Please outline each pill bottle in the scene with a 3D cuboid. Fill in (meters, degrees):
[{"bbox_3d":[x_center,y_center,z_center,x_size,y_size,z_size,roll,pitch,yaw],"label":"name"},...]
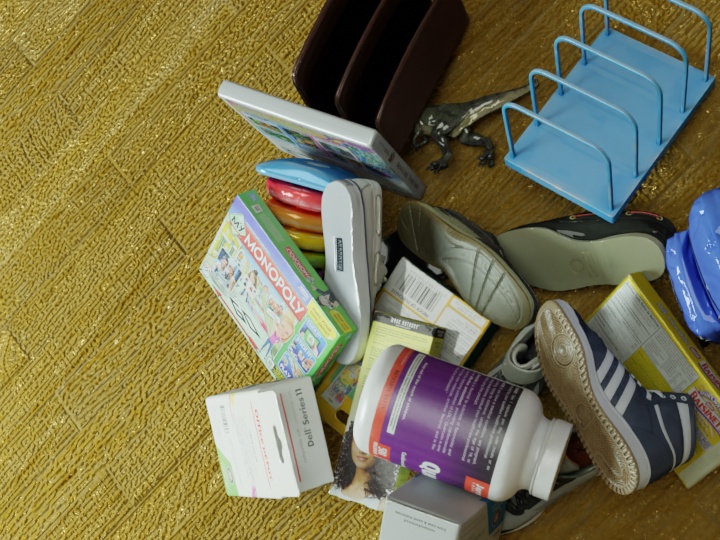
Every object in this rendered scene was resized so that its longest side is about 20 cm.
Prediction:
[{"bbox_3d":[0.100,0.153,1.150,0.198,0.112,0.113,19,86,14],"label":"pill bottle"}]

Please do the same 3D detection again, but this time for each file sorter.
[{"bbox_3d":[0.256,-0.184,1.218,0.138,0.123,0.200,32,74,25],"label":"file sorter"}]

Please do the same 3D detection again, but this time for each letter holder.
[{"bbox_3d":[0.023,-0.253,1.318,0.100,0.142,0.201,19,72,26],"label":"letter holder"}]

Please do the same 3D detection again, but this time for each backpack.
[{"bbox_3d":[0.380,0.000,1.119,0.167,0.200,0.164,-25,72,15],"label":"backpack"}]

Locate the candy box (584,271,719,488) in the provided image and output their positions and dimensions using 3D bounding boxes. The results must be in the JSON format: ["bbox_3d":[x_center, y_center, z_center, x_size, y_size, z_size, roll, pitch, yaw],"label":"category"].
[{"bbox_3d":[0.307,0.110,1.194,0.201,0.026,0.102,58,136,21],"label":"candy box"}]

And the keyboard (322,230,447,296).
[{"bbox_3d":[-0.002,-0.003,1.371,0.199,0.021,0.128,-30,75,13],"label":"keyboard"}]

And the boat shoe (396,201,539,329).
[{"bbox_3d":[0.125,-0.014,1.272,0.201,0.066,0.072,40,129,32],"label":"boat shoe"}]

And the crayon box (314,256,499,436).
[{"bbox_3d":[0.047,0.104,1.305,0.125,0.052,0.201,35,96,20],"label":"crayon box"}]

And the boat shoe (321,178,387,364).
[{"bbox_3d":[0.000,0.000,1.274,0.071,0.069,0.202,9,105,49],"label":"boat shoe"}]

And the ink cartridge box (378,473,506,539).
[{"bbox_3d":[0.073,0.309,1.179,0.083,0.145,0.202,15,104,23],"label":"ink cartridge box"}]

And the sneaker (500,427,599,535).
[{"bbox_3d":[0.188,0.207,1.221,0.199,0.079,0.074,-36,71,13],"label":"sneaker"}]

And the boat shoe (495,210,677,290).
[{"bbox_3d":[0.237,-0.024,1.260,0.200,0.063,0.074,-1,120,33],"label":"boat shoe"}]

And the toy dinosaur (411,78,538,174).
[{"bbox_3d":[0.110,-0.158,1.345,0.198,0.047,0.089,-13,68,15],"label":"toy dinosaur"}]

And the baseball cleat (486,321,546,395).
[{"bbox_3d":[0.151,0.124,1.237,0.069,0.106,0.201,33,95,19],"label":"baseball cleat"}]

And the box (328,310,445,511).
[{"bbox_3d":[0.030,0.149,1.253,0.075,0.050,0.202,13,88,19],"label":"box"}]

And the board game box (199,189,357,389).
[{"bbox_3d":[-0.096,0.029,1.306,0.201,0.029,0.135,53,136,19],"label":"board game box"}]

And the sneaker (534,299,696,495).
[{"bbox_3d":[0.253,0.113,1.159,0.201,0.108,0.070,66,148,20],"label":"sneaker"}]

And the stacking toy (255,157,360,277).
[{"bbox_3d":[-0.071,-0.023,1.344,0.115,0.110,0.202,15,100,14],"label":"stacking toy"}]

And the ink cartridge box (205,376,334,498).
[{"bbox_3d":[-0.092,0.180,1.271,0.200,0.067,0.118,-16,87,62],"label":"ink cartridge box"}]

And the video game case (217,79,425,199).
[{"bbox_3d":[-0.040,-0.145,1.325,0.199,0.182,0.024,22,83,24],"label":"video game case"}]
